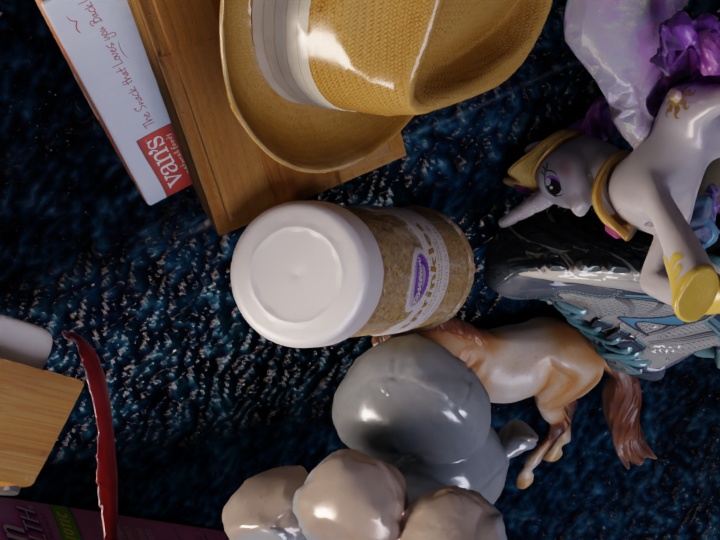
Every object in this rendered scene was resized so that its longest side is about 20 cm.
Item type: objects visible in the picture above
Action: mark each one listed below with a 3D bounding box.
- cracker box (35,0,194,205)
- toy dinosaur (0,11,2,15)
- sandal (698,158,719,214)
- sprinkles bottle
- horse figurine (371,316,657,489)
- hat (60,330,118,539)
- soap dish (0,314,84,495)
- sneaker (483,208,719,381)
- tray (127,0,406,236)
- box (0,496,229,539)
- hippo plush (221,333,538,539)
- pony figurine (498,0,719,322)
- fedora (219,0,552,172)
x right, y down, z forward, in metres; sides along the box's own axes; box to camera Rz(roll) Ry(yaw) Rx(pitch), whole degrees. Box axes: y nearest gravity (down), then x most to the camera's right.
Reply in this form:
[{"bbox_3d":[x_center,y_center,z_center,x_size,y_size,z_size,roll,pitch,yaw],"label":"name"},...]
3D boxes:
[{"bbox_3d":[-0.044,-0.135,1.166,0.200,0.058,0.134,-28,134,-4],"label":"cracker box"},{"bbox_3d":[-0.237,-0.043,1.133,0.200,0.077,0.102,-38,149,12],"label":"toy dinosaur"},{"bbox_3d":[0.277,-0.087,1.378,0.200,0.054,0.080,-34,135,3],"label":"sandal"},{"bbox_3d":[0.000,0.000,1.230,0.068,0.068,0.200,-45,169,13],"label":"sprinkles bottle"},{"bbox_3d":[0.081,0.069,1.413,0.200,0.050,0.133,2,129,-22],"label":"horse figurine"},{"bbox_3d":[-0.098,0.162,1.300,0.166,0.176,0.200,6,148,-21],"label":"hat"},{"bbox_3d":[-0.241,0.055,1.126,0.157,0.081,0.200,-1,170,22],"label":"soap dish"},{"bbox_3d":[0.149,0.021,1.371,0.200,0.078,0.086,4,112,-34],"label":"sneaker"},{"bbox_3d":[-0.048,-0.114,1.117,0.099,0.037,0.200,-24,132,-8],"label":"tray"},{"bbox_3d":[-0.173,0.228,1.385,0.200,0.097,0.176,12,121,-36],"label":"box"},{"bbox_3d":[0.043,0.125,1.292,0.159,0.161,0.200,0,133,32],"label":"hippo plush"},{"bbox_3d":[0.165,-0.075,1.259,0.167,0.200,0.193,32,94,-35],"label":"pony figurine"},{"bbox_3d":[0.027,-0.127,1.070,0.201,0.082,0.201,-29,130,-41],"label":"fedora"}]
